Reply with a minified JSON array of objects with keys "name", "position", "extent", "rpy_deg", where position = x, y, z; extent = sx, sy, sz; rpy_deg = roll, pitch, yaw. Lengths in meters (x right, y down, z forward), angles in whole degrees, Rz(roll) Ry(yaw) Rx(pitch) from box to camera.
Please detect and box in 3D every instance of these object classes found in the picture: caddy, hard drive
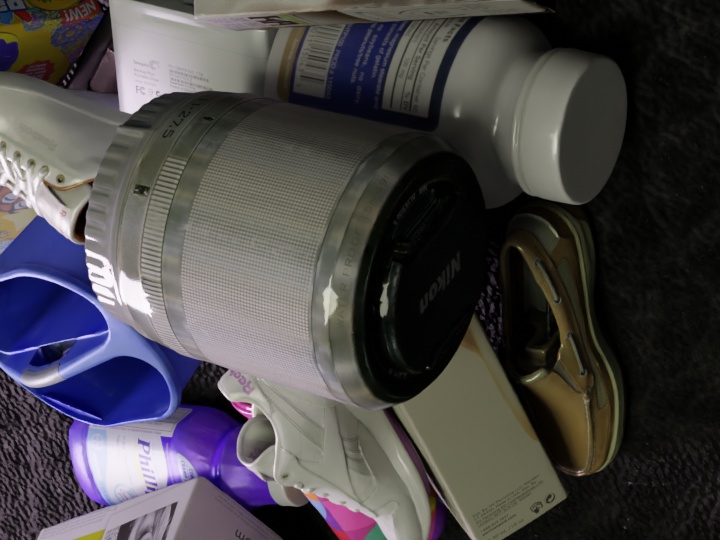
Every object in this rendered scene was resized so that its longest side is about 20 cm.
[{"name":"caddy","position":[-0.181,0.037,1.623],"extent":[0.141,0.105,0.200],"rpy_deg":[48,150,-18]},{"name":"hard drive","position":[-0.098,-0.076,1.581],"extent":[0.132,0.027,0.200],"rpy_deg":[17,123,34]}]

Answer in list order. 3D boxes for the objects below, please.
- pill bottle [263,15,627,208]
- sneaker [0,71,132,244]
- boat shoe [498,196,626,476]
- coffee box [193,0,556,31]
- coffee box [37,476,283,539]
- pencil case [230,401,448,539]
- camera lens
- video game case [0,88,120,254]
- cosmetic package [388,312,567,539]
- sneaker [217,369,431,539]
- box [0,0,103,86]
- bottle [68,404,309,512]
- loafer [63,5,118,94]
[{"name":"pill bottle","position":[0.053,-0.102,1.493],"extent":[0.200,0.120,0.120],"rpy_deg":[14,125,30]},{"name":"sneaker","position":[-0.199,-0.067,1.540],"extent":[0.200,0.085,0.073],"rpy_deg":[12,139,8]},{"name":"boat shoe","position":[0.117,0.054,1.574],"extent":[0.072,0.076,0.200],"rpy_deg":[3,120,34]},{"name":"coffee box","position":[0.008,-0.202,1.427],"extent":[0.200,0.080,0.113],"rpy_deg":[-1,90,18]},{"name":"coffee box","position":[-0.142,0.303,1.805],"extent":[0.200,0.198,0.200],"rpy_deg":[-20,128,43]},{"name":"pencil case","position":[-0.011,0.118,1.665],"extent":[0.088,0.088,0.200],"rpy_deg":[2,144,36]},{"name":"camera lens","position":[-0.038,-0.015,1.427],"extent":[0.200,0.160,0.160],"rpy_deg":[15,125,29]},{"name":"video game case","position":[-0.196,-0.054,1.681],"extent":[0.182,0.200,0.023],"rpy_deg":[-59,37,43]},{"name":"cosmetic package","position":[0.052,0.072,1.571],"extent":[0.105,0.071,0.200],"rpy_deg":[53,173,50]},{"name":"sneaker","position":[-0.023,0.112,1.565],"extent":[0.200,0.100,0.075],"rpy_deg":[60,174,-33]},{"name":"box","position":[-0.311,-0.195,1.612],"extent":[0.193,0.200,0.122],"rpy_deg":[60,138,19]},{"name":"bottle","position":[-0.123,0.142,1.819],"extent":[0.200,0.065,0.084],"rpy_deg":[4,119,35]},{"name":"loafer","position":[-0.170,-0.106,1.689],"extent":[0.071,0.073,0.200],"rpy_deg":[42,134,9]}]
